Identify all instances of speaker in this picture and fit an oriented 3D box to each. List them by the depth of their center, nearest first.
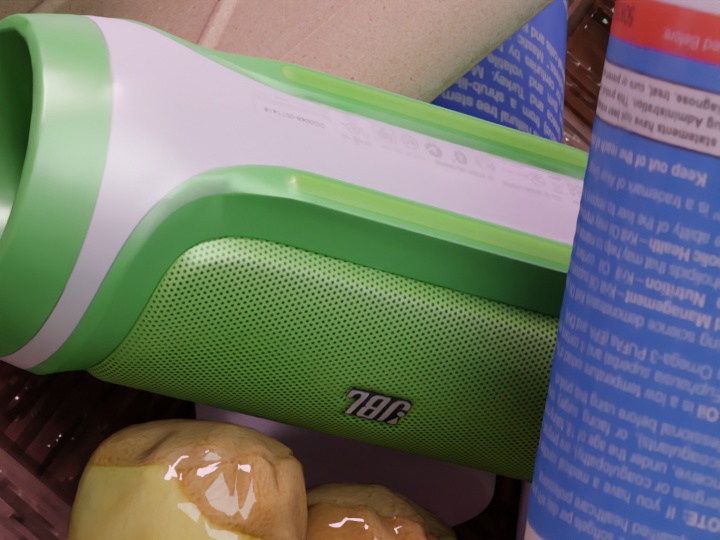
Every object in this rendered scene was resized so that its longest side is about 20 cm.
[{"bbox_3d":[0.000,0.000,0.678,0.200,0.088,0.089,15,64,-26],"label":"speaker"}]

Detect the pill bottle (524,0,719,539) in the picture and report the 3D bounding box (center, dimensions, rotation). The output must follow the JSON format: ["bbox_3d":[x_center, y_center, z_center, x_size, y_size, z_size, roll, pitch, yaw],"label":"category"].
[{"bbox_3d":[0.095,0.034,0.620,0.112,0.112,0.200,6,99,-27],"label":"pill bottle"}]

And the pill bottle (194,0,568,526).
[{"bbox_3d":[0.001,-0.032,0.804,0.112,0.112,0.200,16,63,-23],"label":"pill bottle"}]

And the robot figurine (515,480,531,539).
[{"bbox_3d":[0.105,0.052,0.828,0.170,0.113,0.200,47,44,-55],"label":"robot figurine"}]

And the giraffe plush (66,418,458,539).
[{"bbox_3d":[-0.020,0.157,0.643,0.172,0.162,0.200,29,94,-37],"label":"giraffe plush"}]

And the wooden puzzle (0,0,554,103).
[{"bbox_3d":[-0.034,-0.108,0.767,0.200,0.185,0.046,55,9,31],"label":"wooden puzzle"}]
